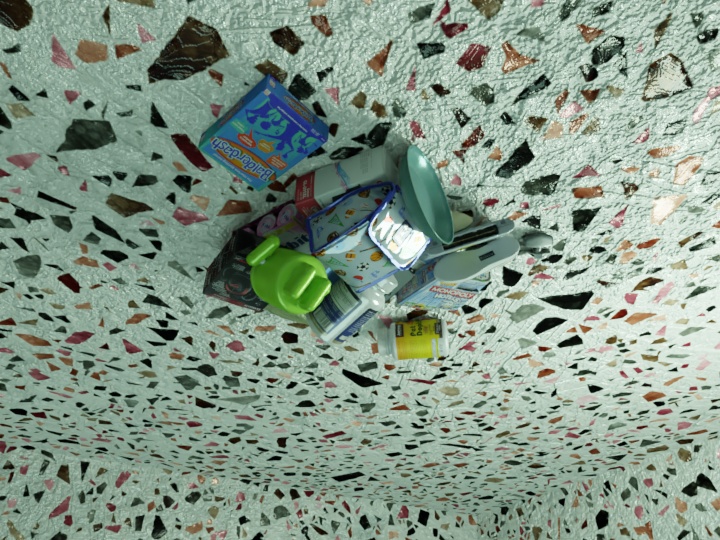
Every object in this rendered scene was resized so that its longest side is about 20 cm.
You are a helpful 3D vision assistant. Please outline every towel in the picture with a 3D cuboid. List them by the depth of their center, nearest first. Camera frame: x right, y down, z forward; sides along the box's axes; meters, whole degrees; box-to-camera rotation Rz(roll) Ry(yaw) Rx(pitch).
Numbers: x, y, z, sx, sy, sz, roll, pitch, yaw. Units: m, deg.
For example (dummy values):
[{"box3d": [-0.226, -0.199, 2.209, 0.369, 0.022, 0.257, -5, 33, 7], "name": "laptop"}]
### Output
[{"box3d": [-0.196, 0.104, 1.398, 0.148, 0.037, 0.200, 6, 160, 38], "name": "towel"}]

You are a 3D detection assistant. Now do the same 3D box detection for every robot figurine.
[{"box3d": [-0.142, 0.018, 1.030, 0.175, 0.116, 0.200, 42, 165, -32], "name": "robot figurine"}]

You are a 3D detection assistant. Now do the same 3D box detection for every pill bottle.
[{"box3d": [-0.017, 0.067, 1.171, 0.200, 0.111, 0.111, -42, 129, 15], "name": "pill bottle"}, {"box3d": [0.150, 0.200, 1.521, 0.199, 0.110, 0.109, -5, 142, 6], "name": "pill bottle"}]

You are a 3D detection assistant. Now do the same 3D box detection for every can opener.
[{"box3d": [0.351, -0.060, 1.248, 0.199, 0.053, 0.067, 0, 110, 0], "name": "can opener"}]

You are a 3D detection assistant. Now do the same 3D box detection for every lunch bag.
[{"box3d": [0.023, -0.068, 1.032, 0.200, 0.124, 0.170, -29, 136, 16], "name": "lunch bag"}]

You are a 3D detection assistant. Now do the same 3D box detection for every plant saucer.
[{"box3d": [0.121, -0.139, 1.007, 0.036, 0.200, 0.200, -21, 138, 25], "name": "plant saucer"}]

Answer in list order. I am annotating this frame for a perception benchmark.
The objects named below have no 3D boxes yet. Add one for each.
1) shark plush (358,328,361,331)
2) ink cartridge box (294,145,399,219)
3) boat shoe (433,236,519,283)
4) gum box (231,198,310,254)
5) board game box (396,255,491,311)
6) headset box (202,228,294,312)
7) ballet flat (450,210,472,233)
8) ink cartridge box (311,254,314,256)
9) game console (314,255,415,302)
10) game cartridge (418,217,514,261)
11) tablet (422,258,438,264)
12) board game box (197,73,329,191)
[{"box3d": [-0.007, 0.100, 1.383, 0.083, 0.091, 0.200, 33, 171, -1], "name": "shark plush"}, {"box3d": [-0.013, -0.150, 1.088, 0.199, 0.083, 0.146, -17, 139, 21], "name": "ink cartridge box"}, {"box3d": [0.262, -0.015, 1.200, 0.199, 0.071, 0.070, -23, 154, 0], "name": "boat shoe"}, {"box3d": [-0.185, -0.073, 1.200, 0.200, 0.066, 0.113, -23, 138, 27], "name": "gum box"}, {"box3d": [0.222, 0.031, 1.329, 0.199, 0.062, 0.200, 12, 143, -22], "name": "board game box"}, {"box3d": [-0.254, 0.010, 1.191, 0.148, 0.075, 0.200, 21, 138, -27], "name": "headset box"}, {"box3d": [0.141, -0.102, 1.149, 0.199, 0.070, 0.070, -15, 140, 12], "name": "ballet flat"}, {"box3d": [-0.022, -0.004, 1.290, 0.199, 0.067, 0.116, 0, 142, 1], "name": "ink cartridge box"}, {"box3d": [0.000, 0.000, 1.215, 0.177, 0.031, 0.200, -41, 109, 18], "name": "game console"}, {"box3d": [0.224, -0.065, 1.161, 0.199, 0.041, 0.133, -17, -179, -4], "name": "game cartridge"}, {"box3d": [0.148, -0.087, 1.228, 0.130, 0.014, 0.200, -28, 135, 31], "name": "tablet"}, {"box3d": [-0.182, -0.249, 0.991, 0.200, 0.045, 0.152, -28, 134, 33], "name": "board game box"}]
